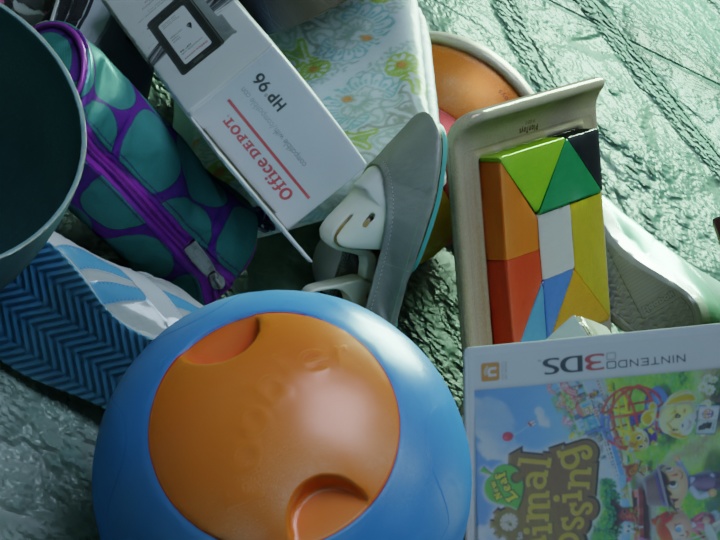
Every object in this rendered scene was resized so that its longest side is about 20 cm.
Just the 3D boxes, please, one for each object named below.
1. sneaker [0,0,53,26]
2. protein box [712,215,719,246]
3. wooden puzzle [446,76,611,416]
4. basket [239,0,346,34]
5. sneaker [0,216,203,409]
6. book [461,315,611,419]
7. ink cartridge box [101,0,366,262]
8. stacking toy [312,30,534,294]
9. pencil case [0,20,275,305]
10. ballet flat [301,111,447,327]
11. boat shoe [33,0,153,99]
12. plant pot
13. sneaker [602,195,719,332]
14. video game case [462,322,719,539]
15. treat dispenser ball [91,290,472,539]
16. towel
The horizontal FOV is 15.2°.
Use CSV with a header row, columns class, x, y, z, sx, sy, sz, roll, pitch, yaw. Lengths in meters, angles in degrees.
class,x,y,z,sx,sy,sz,roll,pitch,yaw
sneaker,-0.260,-0.218,1.731,0.200,0.081,0.086,30,4,-36
protein box,0.340,0.062,1.807,0.199,0.134,0.201,54,17,-67
wooden puzzle,0.118,-0.017,1.765,0.037,0.201,0.185,7,15,33
basket,-0.067,-0.263,1.725,0.201,0.136,0.180,63,-2,-16
sneaker,-0.151,0.028,1.548,0.200,0.077,0.081,34,18,-12
book,0.140,0.147,1.626,0.048,0.134,0.200,21,32,-56
ink cartridge box,-0.069,-0.104,1.618,0.116,0.068,0.200,49,2,-40
stacking toy,0.024,-0.052,1.788,0.146,0.146,0.200,39,49,1
pencil case,-0.137,-0.057,1.572,0.200,0.085,0.092,45,3,-44
ballet flat,0.000,0.000,1.621,0.063,0.201,0.067,8,14,-25
boat shoe,-0.174,-0.142,1.699,0.074,0.068,0.200,34,63,-49
plant pot,-0.257,-0.043,1.439,0.199,0.135,0.201,10,52,-13
sneaker,0.185,-0.001,1.921,0.200,0.074,0.118,44,14,26
video game case,0.149,0.132,1.571,0.022,0.181,0.201,51,36,-63
treat dispenser ball,-0.041,0.111,1.424,0.200,0.201,0.201,26,35,-19
towel,-0.036,-0.102,1.734,0.200,0.171,0.048,-94,165,-49
